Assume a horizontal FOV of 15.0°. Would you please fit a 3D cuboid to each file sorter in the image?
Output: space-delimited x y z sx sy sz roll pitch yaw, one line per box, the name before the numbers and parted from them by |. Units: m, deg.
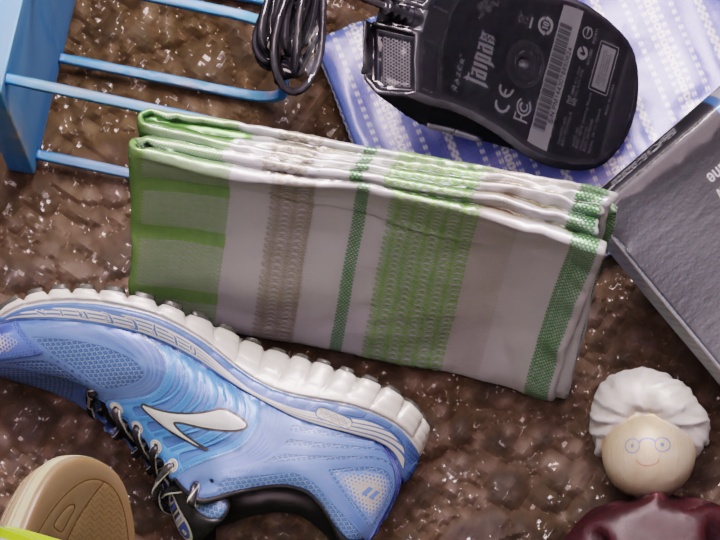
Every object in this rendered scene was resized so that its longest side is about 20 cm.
file sorter | -0.081 -0.144 1.189 0.122 0.139 0.201 11 78 1

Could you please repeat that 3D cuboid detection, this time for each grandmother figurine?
grandmother figurine | 0.130 0.140 1.162 0.121 0.061 0.201 -3 80 -8

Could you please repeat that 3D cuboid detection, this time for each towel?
towel | 0.000 0.000 1.147 0.199 0.149 0.031 10 56 1
towel | 0.096 -0.076 1.226 0.199 0.024 0.145 -21 77 -3

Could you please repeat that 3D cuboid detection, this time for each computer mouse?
computer mouse | 0.039 -0.126 1.170 0.199 0.046 0.141 13 85 -34

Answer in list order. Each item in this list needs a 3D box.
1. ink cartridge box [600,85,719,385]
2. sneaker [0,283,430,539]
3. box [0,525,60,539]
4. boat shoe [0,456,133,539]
ink cartridge box | 0.230 -0.014 1.160 0.198 0.047 0.200 -41 95 0
sneaker | -0.075 0.067 1.172 0.199 0.079 0.089 19 76 5
box | -0.086 0.196 1.112 0.200 0.048 0.122 33 75 -38
boat shoe | -0.149 0.174 1.142 0.065 0.072 0.201 7 85 48
